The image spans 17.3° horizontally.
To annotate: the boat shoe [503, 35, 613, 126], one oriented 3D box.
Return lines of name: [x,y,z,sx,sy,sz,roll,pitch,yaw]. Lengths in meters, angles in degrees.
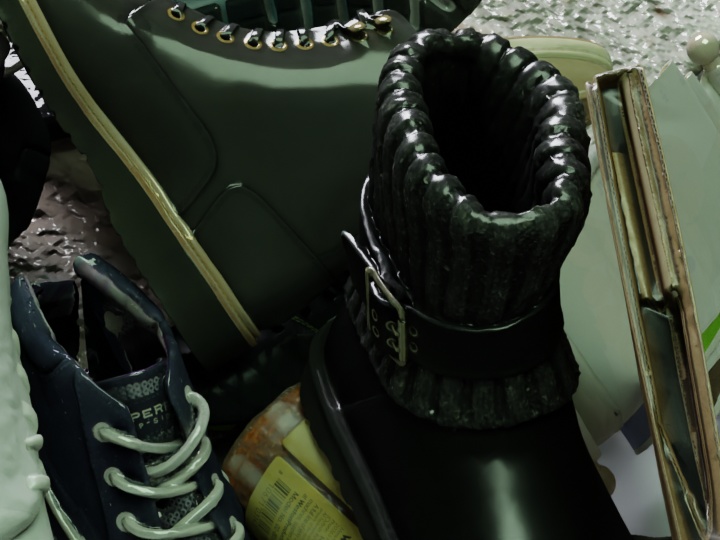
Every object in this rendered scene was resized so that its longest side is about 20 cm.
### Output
boat shoe: [0.020,-0.043,0.982,0.199,0.072,0.065,-16,68,-17]

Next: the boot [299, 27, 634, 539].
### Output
boot: [0.051,0.040,0.762,0.079,0.158,0.211,-13,50,-32]

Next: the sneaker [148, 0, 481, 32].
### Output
sneaker: [-0.042,-0.137,0.984,0.198,0.079,0.091,-1,36,6]

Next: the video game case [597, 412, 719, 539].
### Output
video game case: [0.139,0.047,0.963,0.181,0.024,0.201,12,47,-4]

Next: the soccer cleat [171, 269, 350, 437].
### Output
soccer cleat: [0.000,0.000,0.912,0.199,0.081,0.068,-21,38,-19]

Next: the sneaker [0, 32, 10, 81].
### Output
sneaker: [-0.233,-0.080,0.890,0.199,0.100,0.075,-20,26,15]

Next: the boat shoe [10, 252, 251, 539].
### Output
boat shoe: [-0.073,0.085,0.822,0.074,0.093,0.200,-23,57,-32]

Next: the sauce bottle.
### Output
sauce bottle: [0.036,0.122,0.839,0.200,0.066,0.066,42,51,21]

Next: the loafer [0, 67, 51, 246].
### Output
loafer: [-0.180,0.004,0.896,0.072,0.073,0.201,-15,35,27]

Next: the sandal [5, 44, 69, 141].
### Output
sandal: [-0.069,-0.097,1.033,0.199,0.045,0.075,-20,49,-12]

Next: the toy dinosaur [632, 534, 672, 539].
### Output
toy dinosaur: [0.176,0.111,0.874,0.199,0.048,0.089,-10,60,-10]

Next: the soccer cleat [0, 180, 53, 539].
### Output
soccer cleat: [-0.136,0.058,0.793,0.086,0.070,0.201,16,64,-8]

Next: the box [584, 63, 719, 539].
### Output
box: [0.105,0.056,0.766,0.021,0.200,0.164,-11,59,5]

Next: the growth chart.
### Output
growth chart: [0.120,-0.001,0.922,0.200,0.018,0.145,-39,108,-39]

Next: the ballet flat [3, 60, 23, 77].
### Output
ballet flat: [-0.109,-0.090,0.917,0.200,0.071,0.071,39,47,-4]

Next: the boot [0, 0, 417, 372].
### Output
boot: [-0.049,-0.084,0.858,0.138,0.077,0.201,-31,100,-3]
